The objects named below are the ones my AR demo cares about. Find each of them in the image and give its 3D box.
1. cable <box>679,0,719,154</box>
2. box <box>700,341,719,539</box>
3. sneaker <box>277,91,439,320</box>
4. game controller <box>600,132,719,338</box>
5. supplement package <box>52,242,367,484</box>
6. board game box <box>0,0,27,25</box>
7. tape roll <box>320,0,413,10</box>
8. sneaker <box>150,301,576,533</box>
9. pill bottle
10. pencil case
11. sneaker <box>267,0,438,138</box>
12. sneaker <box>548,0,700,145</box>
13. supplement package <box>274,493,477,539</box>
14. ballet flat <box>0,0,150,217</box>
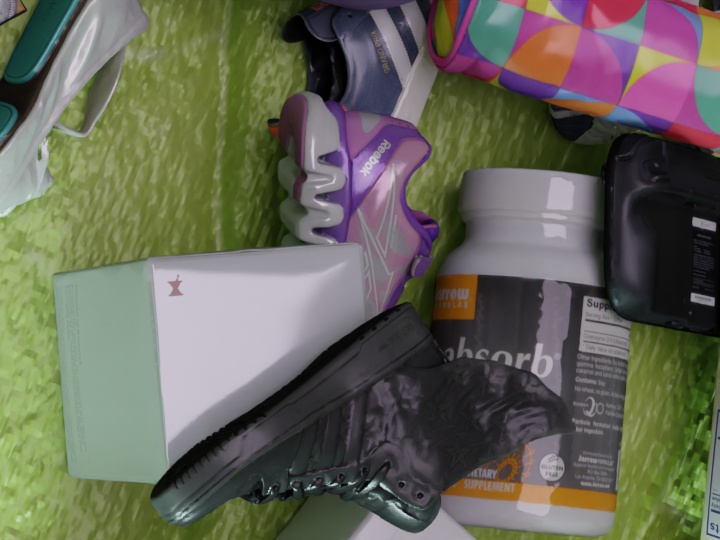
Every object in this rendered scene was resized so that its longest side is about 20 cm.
[{"bbox_3d":[0.215,-0.172,1.749,0.050,0.097,0.201,15,102,21],"label":"cable"},{"bbox_3d":[0.302,0.072,1.697,0.175,0.097,0.201,0,100,-35],"label":"box"},{"bbox_3d":[0.000,0.000,1.615,0.088,0.080,0.201,-2,108,-15],"label":"sneaker"},{"bbox_3d":[0.189,-0.017,1.678,0.200,0.042,0.105,11,88,-59],"label":"game controller"},{"bbox_3d":[-0.081,0.050,1.543,0.116,0.200,0.118,-4,89,-20],"label":"supplement package"},{"bbox_3d":[-0.288,-0.193,1.567,0.135,0.035,0.200,-32,98,-19],"label":"board game box"},{"bbox_3d":[-0.004,-0.246,1.585,0.066,0.199,0.201,11,82,-53],"label":"tape roll"},{"bbox_3d":[0.002,0.092,1.433,0.200,0.060,0.104,-37,97,-21],"label":"sneaker"},{"bbox_3d":[0.095,0.047,1.652,0.116,0.116,0.201,6,85,-20],"label":"pill bottle"},{"bbox_3d":[0.138,-0.126,1.616,0.199,0.088,0.089,14,83,-18],"label":"pencil case"},{"bbox_3d":[0.008,-0.150,1.651,0.084,0.075,0.201,23,80,-22],"label":"sneaker"},{"bbox_3d":[0.152,-0.183,1.709,0.079,0.130,0.200,4,123,-9],"label":"sneaker"},{"bbox_3d":[0.038,0.218,1.621,0.200,0.120,0.121,42,76,-13],"label":"supplement package"},{"bbox_3d":[-0.180,-0.081,1.591,0.069,0.069,0.200,38,75,-14],"label":"ballet flat"}]
